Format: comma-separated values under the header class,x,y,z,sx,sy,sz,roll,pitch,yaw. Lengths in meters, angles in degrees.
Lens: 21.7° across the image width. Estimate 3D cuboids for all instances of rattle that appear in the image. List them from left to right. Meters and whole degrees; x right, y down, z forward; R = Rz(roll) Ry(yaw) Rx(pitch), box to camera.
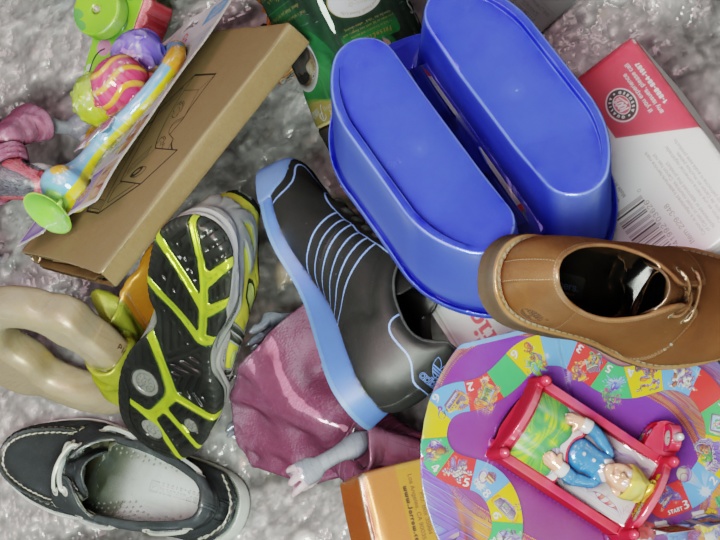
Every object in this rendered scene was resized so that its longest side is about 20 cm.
class,x,y,z,sx,sy,sz,roll,pitch,yaw
rattle,-0.220,0.023,1.327,0.200,0.130,0.144,-7,64,48

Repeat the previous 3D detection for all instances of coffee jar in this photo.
class,x,y,z,sx,sy,sz,roll,pitch,yaw
coffee jar,-0.012,-0.167,1.223,0.085,0.104,0.201,-26,95,-17

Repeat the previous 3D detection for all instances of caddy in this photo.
class,x,y,z,sx,sy,sz,roll,pitch,yaw
caddy,0.065,-0.068,1.107,0.141,0.105,0.200,-30,68,-10

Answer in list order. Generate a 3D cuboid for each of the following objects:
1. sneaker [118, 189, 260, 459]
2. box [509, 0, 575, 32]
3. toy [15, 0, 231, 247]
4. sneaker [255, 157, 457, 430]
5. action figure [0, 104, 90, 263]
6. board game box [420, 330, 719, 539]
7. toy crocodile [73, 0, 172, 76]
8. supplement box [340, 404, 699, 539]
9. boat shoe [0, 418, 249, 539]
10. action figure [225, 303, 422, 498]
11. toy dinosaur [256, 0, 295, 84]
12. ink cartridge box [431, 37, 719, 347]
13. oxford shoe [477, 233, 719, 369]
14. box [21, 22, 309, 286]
class,x,y,z,sx,sy,sz,roll,pitch,yaw
sneaker,-0.099,0.038,1.196,0.075,0.076,0.201,30,127,12
box,0.115,-0.273,1.223,0.200,0.106,0.152,-42,64,11
toy,-0.166,-0.112,1.244,0.115,0.047,0.200,-24,33,51
sneaker,0.000,0.000,1.153,0.078,0.070,0.201,-32,58,13
action figure,-0.283,-0.087,1.338,0.199,0.149,0.134,16,78,41
board game box,0.134,0.104,1.060,0.199,0.039,0.159,-12,85,-15
toy crocodile,-0.152,-0.212,1.353,0.062,0.067,0.201,16,85,26
supplement box,0.094,0.131,1.103,0.199,0.067,0.069,-13,82,-13
boat shoe,-0.173,0.139,1.282,0.199,0.060,0.076,5,80,25
action figure,0.009,0.114,1.200,0.200,0.134,0.149,30,64,28
toy dinosaur,-0.044,-0.235,1.313,0.135,0.102,0.201,21,69,12
ink cartridge box,0.138,-0.021,1.165,0.200,0.086,0.148,-37,66,14
oxford shoe,0.164,0.018,1.033,0.071,0.199,0.072,-5,81,57
box,-0.129,-0.078,1.221,0.200,0.021,0.163,-52,23,-13
